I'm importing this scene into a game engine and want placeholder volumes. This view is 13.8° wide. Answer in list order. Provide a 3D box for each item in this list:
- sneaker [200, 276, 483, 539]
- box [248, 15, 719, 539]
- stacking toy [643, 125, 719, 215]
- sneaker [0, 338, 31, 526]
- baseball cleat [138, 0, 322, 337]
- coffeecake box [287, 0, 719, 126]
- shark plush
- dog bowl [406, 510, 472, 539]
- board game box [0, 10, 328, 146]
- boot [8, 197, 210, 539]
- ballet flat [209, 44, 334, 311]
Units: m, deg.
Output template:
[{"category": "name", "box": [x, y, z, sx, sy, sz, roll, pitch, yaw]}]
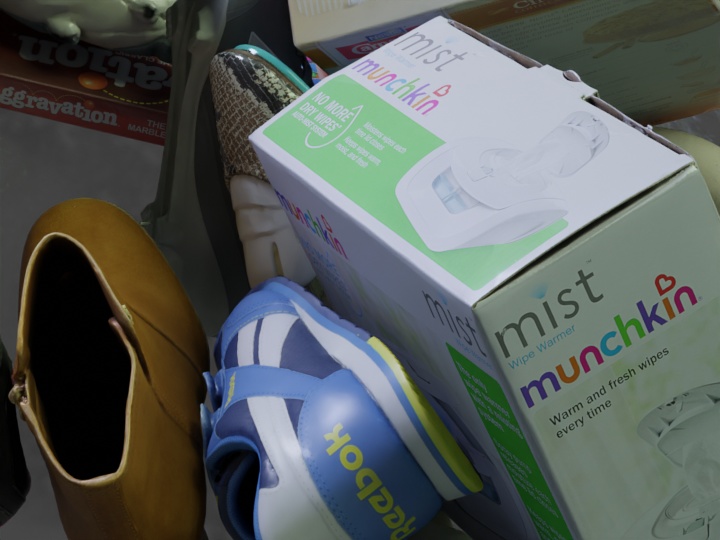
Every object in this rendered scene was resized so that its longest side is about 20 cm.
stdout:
[{"category": "sneaker", "box": [-0.027, 0.059, 1.080, 0.074, 0.082, 0.200, 51, -7, -16]}, {"category": "box", "box": [0.068, 0.025, 1.052, 0.177, 0.096, 0.200, 63, -12, -28]}, {"category": "stacking toy", "box": [0.144, 0.014, 1.336, 0.146, 0.146, 0.200, 51, 14, 14]}, {"category": "sneaker", "box": [-0.165, 0.016, 1.093, 0.095, 0.079, 0.201, 45, 21, -46]}, {"category": "baseball cleat", "box": [-0.034, -0.067, 1.216, 0.106, 0.201, 0.070, 4, 24, -18]}, {"category": "coffeecake box", "box": [0.072, -0.113, 1.205, 0.200, 0.152, 0.074, 34, 45, -67]}, {"category": "shark plush", "box": [-0.110, -0.133, 1.272, 0.199, 0.091, 0.083, 18, 4, 13]}, {"category": "dog bowl", "box": [0.038, 0.165, 1.141, 0.199, 0.059, 0.201, 31, 31, -21]}, {"category": "board game box", "box": [-0.073, -0.086, 1.291, 0.199, 0.020, 0.103, 13, 35, -4]}, {"category": "boot", "box": [-0.096, 0.021, 1.084, 0.144, 0.070, 0.202, 76, -3, -56]}, {"category": "ballet flat", "box": [0.000, 0.000, 1.171, 0.200, 0.068, 0.076, 44, 70, -28]}]
